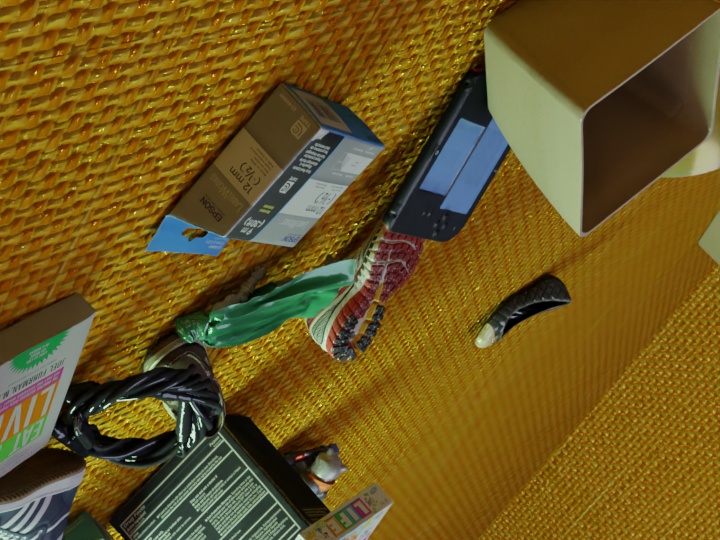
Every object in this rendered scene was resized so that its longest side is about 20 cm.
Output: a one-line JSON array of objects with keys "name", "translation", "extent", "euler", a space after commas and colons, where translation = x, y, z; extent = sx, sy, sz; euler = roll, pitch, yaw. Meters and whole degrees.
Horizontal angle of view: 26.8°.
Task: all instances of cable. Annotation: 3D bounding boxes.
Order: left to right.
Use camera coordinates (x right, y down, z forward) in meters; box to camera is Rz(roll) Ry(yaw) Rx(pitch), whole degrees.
[{"name": "cable", "translation": [-0.222, 0.147, 1.550], "extent": [0.163, 0.051, 0.200], "euler": [-25, 151, 6]}]

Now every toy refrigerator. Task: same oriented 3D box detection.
[{"name": "toy refrigerator", "translation": [0.771, -0.099, 3.089], "extent": [0.070, 0.076, 0.200], "euler": [-33, 159, -27]}]

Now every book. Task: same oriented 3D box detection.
[{"name": "book", "translation": [-0.319, 0.116, 1.368], "extent": [0.134, 0.048, 0.200], "euler": [-31, 157, -42]}]

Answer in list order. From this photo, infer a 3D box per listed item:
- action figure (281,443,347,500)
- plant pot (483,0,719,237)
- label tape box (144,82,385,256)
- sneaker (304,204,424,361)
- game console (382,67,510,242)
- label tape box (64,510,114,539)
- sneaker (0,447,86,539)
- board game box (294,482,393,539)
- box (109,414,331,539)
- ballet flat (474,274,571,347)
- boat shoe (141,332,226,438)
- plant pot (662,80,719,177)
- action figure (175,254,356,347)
[{"name": "action figure", "translation": [-0.087, 0.323, 2.224], "extent": [0.193, 0.105, 0.200], "euler": [-42, 163, 30]}, {"name": "plant pot", "translation": [0.235, -0.196, 1.553], "extent": [0.200, 0.177, 0.200], "euler": [-37, 149, -18]}, {"name": "label tape box", "translation": [-0.087, -0.070, 1.387], "extent": [0.200, 0.066, 0.143], "euler": [-49, 161, 14]}, {"name": "sneaker", "translation": [0.000, 0.000, 1.730], "extent": [0.200, 0.082, 0.078], "euler": [-58, 141, 0]}, {"name": "game console", "translation": [0.112, -0.123, 1.671], "extent": [0.200, 0.031, 0.177], "euler": [-60, 159, 11]}, {"name": "label tape box", "translation": [-0.358, 0.357, 1.793], "extent": [0.144, 0.063, 0.200], "euler": [-38, 162, -11]}, {"name": "sneaker", "translation": [-0.353, 0.247, 1.489], "extent": [0.200, 0.070, 0.109], "euler": [-10, 122, -59]}, {"name": "board game box", "translation": [-0.050, 0.348, 1.820], "extent": [0.134, 0.034, 0.200], "euler": [-29, 157, -41]}, {"name": "box", "translation": [-0.164, 0.316, 1.882], "extent": [0.200, 0.198, 0.123], "euler": [-45, 163, 7]}, {"name": "ballet flat", "translation": [0.262, 0.070, 2.440], "extent": [0.200, 0.057, 0.067], "euler": [-33, 159, -28]}, {"name": "boat shoe", "translation": [-0.178, 0.129, 1.629], "extent": [0.075, 0.075, 0.202], "euler": [-39, 162, -10]}, {"name": "plant pot", "translation": [0.379, -0.228, 1.845], "extent": [0.200, 0.200, 0.142], "euler": [-33, 133, -27]}, {"name": "action figure", "translation": [-0.109, 0.037, 1.600], "extent": [0.200, 0.055, 0.118], "euler": [-19, 153, -37]}]
